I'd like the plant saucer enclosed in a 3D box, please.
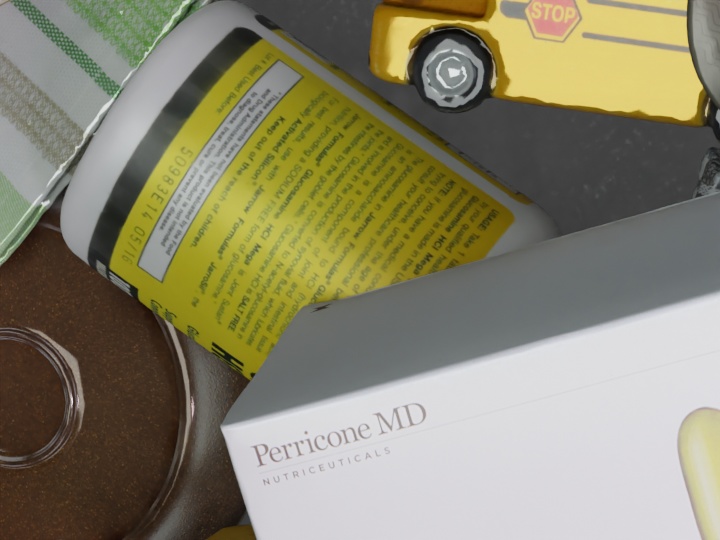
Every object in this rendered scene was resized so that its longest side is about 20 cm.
[{"bbox_3d":[-0.134,0.048,1.021,0.200,0.032,0.201,3,100,16],"label":"plant saucer"}]

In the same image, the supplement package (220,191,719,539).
[{"bbox_3d":[0.078,0.052,0.792,0.199,0.156,0.111,-16,99,11],"label":"supplement package"}]

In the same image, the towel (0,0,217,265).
[{"bbox_3d":[-0.130,-0.115,0.982,0.149,0.031,0.200,45,105,17],"label":"towel"}]

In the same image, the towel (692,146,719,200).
[{"bbox_3d":[0.200,0.054,0.895,0.199,0.086,0.166,11,103,7],"label":"towel"}]

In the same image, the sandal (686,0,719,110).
[{"bbox_3d":[0.154,-0.120,0.803,0.082,0.055,0.200,56,139,17],"label":"sandal"}]

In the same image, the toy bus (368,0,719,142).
[{"bbox_3d":[0.107,-0.088,0.914,0.199,0.065,0.079,9,101,14],"label":"toy bus"}]

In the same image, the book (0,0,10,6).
[{"bbox_3d":[-0.183,-0.134,0.872,0.134,0.200,0.048,41,132,9],"label":"book"}]

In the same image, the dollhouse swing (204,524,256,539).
[{"bbox_3d":[0.016,0.185,0.919,0.175,0.200,0.182,-11,97,26],"label":"dollhouse swing"}]

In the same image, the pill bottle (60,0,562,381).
[{"bbox_3d":[0.000,0.000,0.933,0.200,0.112,0.113,35,106,8],"label":"pill bottle"}]
